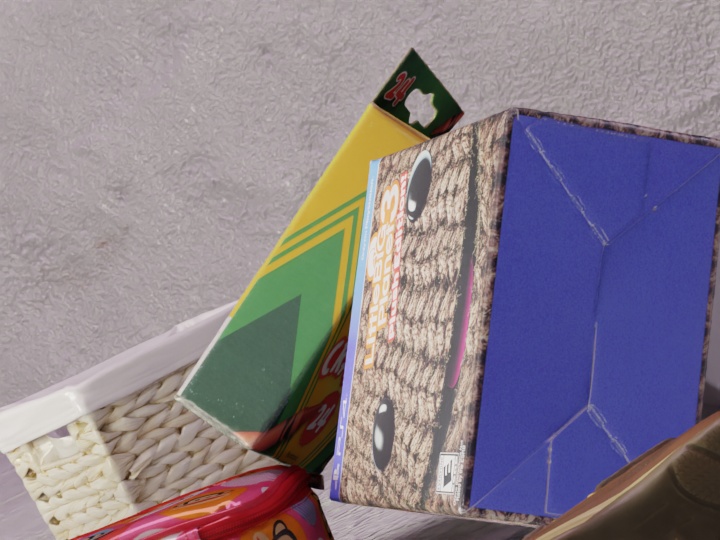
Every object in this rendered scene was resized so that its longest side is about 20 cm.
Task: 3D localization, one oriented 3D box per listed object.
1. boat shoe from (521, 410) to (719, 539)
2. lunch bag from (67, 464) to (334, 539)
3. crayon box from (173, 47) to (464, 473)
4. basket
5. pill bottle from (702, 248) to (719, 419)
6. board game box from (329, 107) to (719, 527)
[{"bbox_3d":[0.110,0.083,0.785,0.199,0.072,0.068,-27,5,-6],"label":"boat shoe"},{"bbox_3d":[-0.104,0.159,1.157,0.199,0.082,0.176,-22,-1,6],"label":"lunch bag"},{"bbox_3d":[0.000,0.000,1.199,0.201,0.051,0.127,-57,-18,-1],"label":"crayon box"},{"bbox_3d":[-0.141,0.113,1.760,0.199,0.124,0.135,-26,3,-38],"label":"basket"},{"bbox_3d":[0.128,0.028,1.190,0.116,0.117,0.200,-26,4,-30],"label":"pill bottle"},{"bbox_3d":[0.066,0.027,1.035,0.096,0.161,0.200,9,-6,-15],"label":"board game box"}]
